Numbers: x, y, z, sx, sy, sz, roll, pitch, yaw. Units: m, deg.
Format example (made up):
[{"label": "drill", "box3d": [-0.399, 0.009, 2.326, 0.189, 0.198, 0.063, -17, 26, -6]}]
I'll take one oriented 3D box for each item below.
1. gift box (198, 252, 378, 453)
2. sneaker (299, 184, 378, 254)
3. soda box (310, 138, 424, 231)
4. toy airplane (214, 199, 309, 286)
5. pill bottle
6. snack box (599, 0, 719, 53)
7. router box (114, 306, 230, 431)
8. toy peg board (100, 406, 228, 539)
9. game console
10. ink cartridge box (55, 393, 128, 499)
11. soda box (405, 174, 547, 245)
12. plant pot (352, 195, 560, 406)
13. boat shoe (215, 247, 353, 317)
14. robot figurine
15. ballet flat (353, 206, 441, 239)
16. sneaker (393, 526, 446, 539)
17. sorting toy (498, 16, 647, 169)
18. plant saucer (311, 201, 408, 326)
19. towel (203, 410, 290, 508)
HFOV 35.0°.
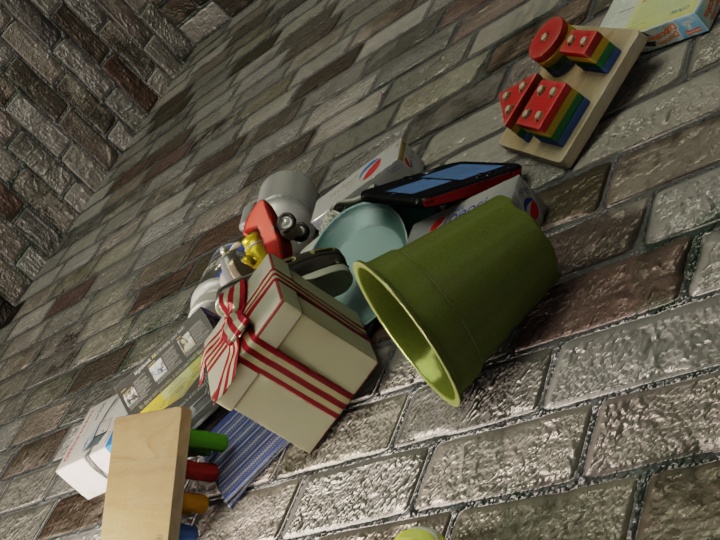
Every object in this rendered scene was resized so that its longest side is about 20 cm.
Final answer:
[{"label": "gift box", "box3d": [-0.111, 0.116, 1.503, 0.201, 0.185, 0.185, -53, 21, 6]}, {"label": "sneaker", "box3d": [-0.031, -0.074, 1.839, 0.198, 0.071, 0.073, -34, 24, 20]}, {"label": "soda box", "box3d": [0.012, -0.127, 1.878, 0.199, 0.064, 0.069, -34, 25, 28]}, {"label": "toy airplane", "box3d": [-0.147, 0.021, 1.736, 0.138, 0.203, 0.200, -9, 31, 15]}, {"label": "pill bottle", "box3d": [-0.221, 0.045, 1.914, 0.113, 0.114, 0.201, -37, 17, 22]}, {"label": "snack box", "box3d": [0.410, -0.354, 1.570, 0.199, 0.037, 0.117, -10, 44, 56]}, {"label": "router box", "box3d": [-0.269, 0.183, 1.772, 0.200, 0.052, 0.158, -42, 60, 10]}, {"label": "toy peg board", "box3d": [-0.272, 0.308, 1.616, 0.198, 0.097, 0.203, -16, 65, 50]}, {"label": "game console", "box3d": [0.114, -0.122, 1.604, 0.174, 0.032, 0.199, -14, 11, -24]}, {"label": "ink cartridge box", "box3d": [-0.399, 0.279, 1.911, 0.198, 0.086, 0.148, -27, 29, 37]}, {"label": "soda box", "box3d": [0.147, -0.050, 1.503, 0.199, 0.063, 0.069, -25, 31, 43]}, {"label": "plant pot", "box3d": [0.124, 0.018, 1.312, 0.189, 0.202, 0.200, -36, 21, -10]}, {"label": "boat shoe", "box3d": [-0.112, 0.017, 1.612, 0.197, 0.072, 0.061, -13, 48, -12]}, {"label": "robot figurine", "box3d": [-0.131, -0.100, 2.022, 0.166, 0.115, 0.201, -10, 31, 9]}, {"label": "ballet flat", "box3d": [0.052, -0.065, 1.706, 0.198, 0.074, 0.075, -24, 31, 37]}, {"label": "sneaker", "box3d": [0.001, 0.329, 1.117, 0.199, 0.076, 0.106, -36, 25, 23]}, {"label": "sorting toy", "box3d": [0.269, -0.257, 1.570, 0.202, 0.069, 0.199, -59, 22, 2]}, {"label": "plant saucer", "box3d": [0.000, 0.000, 1.650, 0.198, 0.036, 0.203, -22, 55, 35]}, {"label": "towel", "box3d": [-0.160, 0.243, 1.631, 0.145, 0.024, 0.200, -46, 24, -2]}]
